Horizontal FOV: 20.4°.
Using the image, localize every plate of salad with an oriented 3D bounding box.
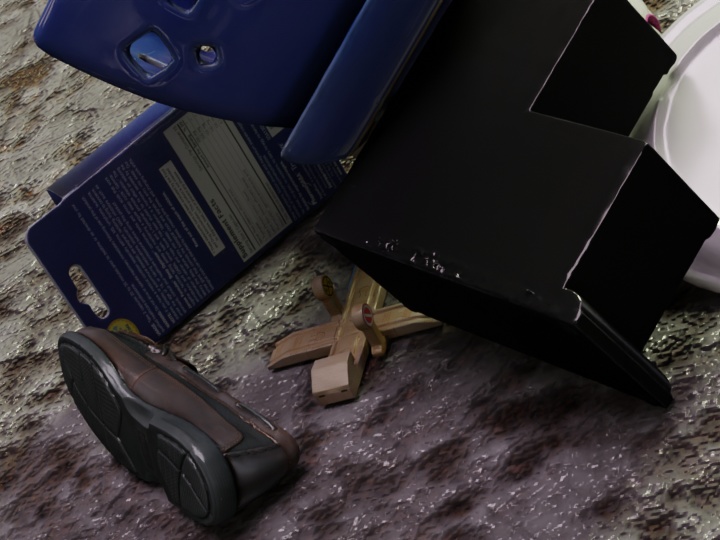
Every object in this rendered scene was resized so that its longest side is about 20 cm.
[{"bbox_3d":[0.227,-0.074,1.047,0.200,0.048,0.201,-15,59,26],"label":"plate of salad"}]

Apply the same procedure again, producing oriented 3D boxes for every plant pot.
[{"bbox_3d":[-0.040,-0.172,1.111,0.200,0.180,0.200,-59,0,12],"label":"plant pot"}]

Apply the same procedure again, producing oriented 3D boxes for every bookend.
[{"bbox_3d":[0.111,-0.060,1.033,0.199,0.092,0.200,20,76,48],"label":"bookend"}]

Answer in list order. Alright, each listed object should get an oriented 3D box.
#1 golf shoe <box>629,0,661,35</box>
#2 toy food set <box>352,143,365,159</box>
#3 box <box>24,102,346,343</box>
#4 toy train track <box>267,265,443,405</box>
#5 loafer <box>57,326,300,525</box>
[{"bbox_3d":[0.145,-0.153,1.252,0.075,0.091,0.200,-60,1,20],"label":"golf shoe"},{"bbox_3d":[0.037,-0.165,1.254,0.200,0.060,0.144,-53,41,10],"label":"toy food set"},{"bbox_3d":[-0.111,-0.043,1.251,0.200,0.121,0.032,-41,32,-18],"label":"box"},{"bbox_3d":[0.000,0.000,1.176,0.114,0.033,0.200,-16,32,24],"label":"toy train track"},{"bbox_3d":[-0.105,0.082,1.130,0.063,0.072,0.200,-21,31,-25],"label":"loafer"}]
